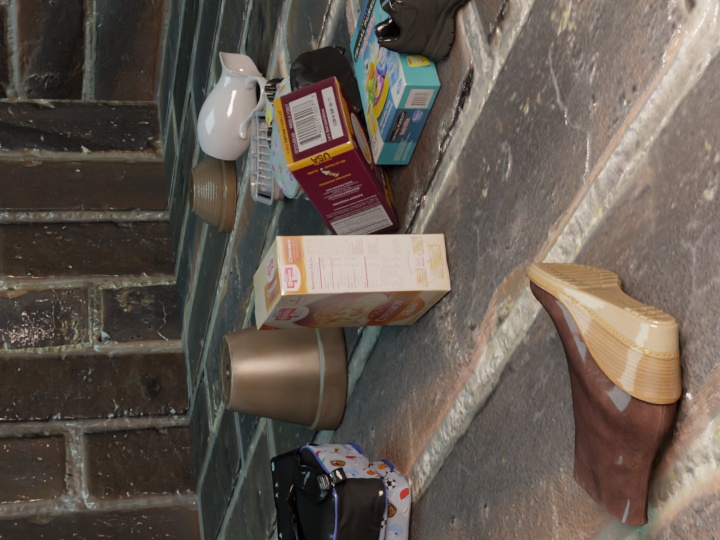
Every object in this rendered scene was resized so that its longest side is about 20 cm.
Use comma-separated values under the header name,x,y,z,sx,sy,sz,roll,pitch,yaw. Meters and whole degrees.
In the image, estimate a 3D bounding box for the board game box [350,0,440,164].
name,x,y,z,sx,sy,sz,roll,pitch,yaw
board game box,0.039,-0.257,1.456,0.151,0.047,0.200,112,151,-54

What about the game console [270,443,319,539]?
name,x,y,z,sx,sy,sz,roll,pitch,yaw
game console,-0.083,0.411,1.982,0.176,0.116,0.201,-26,63,39

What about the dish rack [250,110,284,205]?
name,x,y,z,sx,sy,sz,roll,pitch,yaw
dish rack,-0.167,-0.211,2.182,0.200,0.043,0.172,-155,65,-72

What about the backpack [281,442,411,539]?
name,x,y,z,sx,sy,sz,roll,pitch,yaw
backpack,-0.022,0.313,1.526,0.190,0.154,0.201,-143,59,-60

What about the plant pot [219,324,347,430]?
name,x,y,z,sx,sy,sz,roll,pitch,yaw
plant pot,-0.128,0.156,1.842,0.200,0.173,0.201,179,90,-73

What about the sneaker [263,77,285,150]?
name,x,y,z,sx,sy,sz,roll,pitch,yaw
sneaker,-0.124,-0.234,1.998,0.090,0.078,0.200,96,170,-51

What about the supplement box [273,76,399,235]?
name,x,y,z,sx,sy,sz,roll,pitch,yaw
supplement box,-0.027,-0.131,1.465,0.200,0.085,0.111,56,-162,-55

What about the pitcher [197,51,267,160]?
name,x,y,z,sx,sy,sz,roll,pitch,yaw
pitcher,-0.250,-0.320,2.366,0.172,0.121,0.200,44,123,47

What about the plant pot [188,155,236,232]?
name,x,y,z,sx,sy,sz,roll,pitch,yaw
plant pot,-0.353,-0.188,2.745,0.201,0.092,0.202,179,90,-73

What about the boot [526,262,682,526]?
name,x,y,z,sx,sy,sz,roll,pitch,yaw
boot,0.180,0.090,0.938,0.200,0.072,0.167,-137,50,-63

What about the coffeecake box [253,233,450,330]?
name,x,y,z,sx,sy,sz,roll,pitch,yaw
coffeecake box,-0.015,0.015,1.384,0.154,0.199,0.073,130,136,-67

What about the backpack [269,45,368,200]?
name,x,y,z,sx,sy,sz,roll,pitch,yaw
backpack,-0.058,-0.195,1.659,0.200,0.126,0.167,101,157,-46

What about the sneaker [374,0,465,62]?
name,x,y,z,sx,sy,sz,roll,pitch,yaw
sneaker,0.070,-0.308,1.266,0.200,0.090,0.076,108,157,-46
